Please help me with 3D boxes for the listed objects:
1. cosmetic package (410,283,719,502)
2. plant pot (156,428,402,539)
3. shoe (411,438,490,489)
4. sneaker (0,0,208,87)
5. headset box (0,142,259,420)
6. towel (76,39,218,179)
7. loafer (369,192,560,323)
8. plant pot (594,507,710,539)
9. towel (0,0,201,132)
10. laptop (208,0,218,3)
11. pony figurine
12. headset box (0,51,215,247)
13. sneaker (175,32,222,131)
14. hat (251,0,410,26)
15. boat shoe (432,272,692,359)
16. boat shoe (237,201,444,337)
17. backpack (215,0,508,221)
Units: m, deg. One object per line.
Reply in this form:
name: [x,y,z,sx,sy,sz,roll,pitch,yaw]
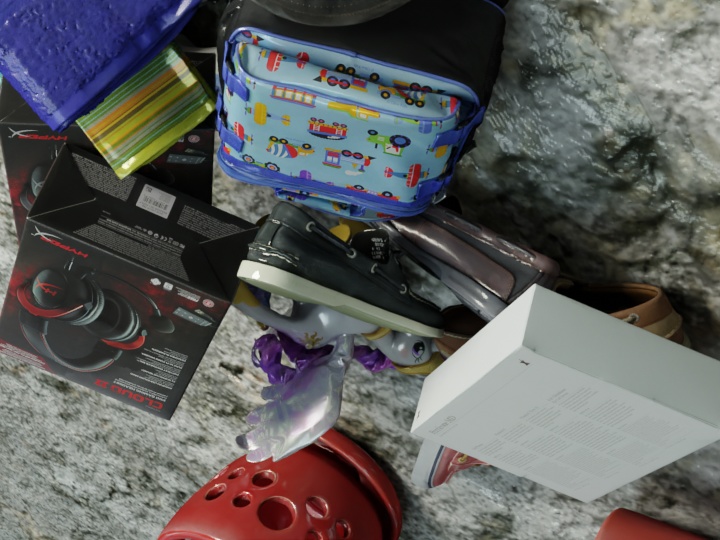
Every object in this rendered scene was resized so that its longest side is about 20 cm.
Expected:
cosmetic package: [0.139,0.091,0.905,0.150,0.052,0.200,21,153,-11]
plant pot: [-0.067,0.260,1.270,0.200,0.183,0.201,25,139,23]
shoe: [0.101,0.142,1.094,0.091,0.072,0.200,22,149,7]
sneaker: [-0.207,-0.178,0.983,0.199,0.084,0.121,0,130,-9]
headset box: [-0.176,0.020,0.956,0.148,0.075,0.200,24,141,-9]
towel: [-0.185,-0.162,0.861,0.200,0.086,0.018,52,-175,-10]
loafer: [0.067,-0.024,0.962,0.200,0.063,0.072,42,-179,40]
plant pot: [0.267,0.298,1.013,0.177,0.201,0.201,8,132,26]
towel: [-0.200,-0.207,0.823,0.200,0.148,0.050,49,-178,-9]
laptop: [-0.152,-0.293,0.806,0.177,0.104,0.200,21,152,12]
pony figurine: [-0.033,0.045,1.060,0.192,0.167,0.200,-19,133,22]
headset box: [-0.184,-0.072,0.986,0.148,0.078,0.200,2,145,-8]
sneaker: [-0.129,-0.136,1.027,0.199,0.077,0.076,18,135,26]
hat: [-0.012,-0.248,0.780,0.201,0.200,0.081,56,-177,-17]
boat shoe: [0.141,0.034,0.959,0.199,0.076,0.072,0,122,31]
boat shoe: [-0.002,0.000,0.923,0.199,0.066,0.074,20,173,-43]
backpack: [-0.012,-0.105,0.881,0.182,0.135,0.200,16,149,-4]
